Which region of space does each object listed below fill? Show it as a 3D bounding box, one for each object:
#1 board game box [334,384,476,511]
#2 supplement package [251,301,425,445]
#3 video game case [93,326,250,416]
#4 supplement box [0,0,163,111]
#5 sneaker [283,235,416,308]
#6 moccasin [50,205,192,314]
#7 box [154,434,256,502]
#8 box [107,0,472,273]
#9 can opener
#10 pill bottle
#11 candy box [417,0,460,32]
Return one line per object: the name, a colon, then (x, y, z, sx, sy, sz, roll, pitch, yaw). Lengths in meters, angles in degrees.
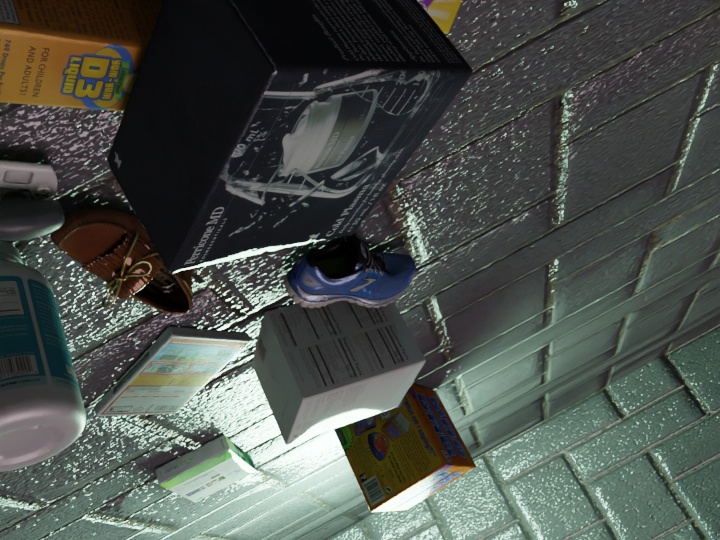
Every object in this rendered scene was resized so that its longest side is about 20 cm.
board game box: (0.101, 0.394, 1.583, 0.200, 0.200, 0.200, -36, 151, 14)
supplement package: (-0.038, 0.138, 1.078, 0.199, 0.151, 0.152, -13, 148, -26)
video game case: (-0.271, 0.149, 1.026, 0.200, 0.017, 0.143, -43, 149, 25)
supplement box: (-0.217, -0.161, 0.504, 0.199, 0.069, 0.067, -8, 149, -39)
sneaker: (0.000, 0.000, 0.961, 0.199, 0.079, 0.089, -6, 148, -36)
moccasin: (-0.238, -0.003, 0.735, 0.073, 0.078, 0.201, -29, 152, 1)
box: (-0.297, 0.391, 1.392, 0.144, 0.036, 0.200, -26, 154, -6)
box: (-0.058, -0.118, 0.546, 0.196, 0.124, 0.200, -13, 152, -43)
can opener: (-0.337, -0.061, 0.558, 0.199, 0.067, 0.053, -2, 142, -42)
pill bottle: (-0.325, 0.069, 0.644, 0.110, 0.200, 0.111, -21, 151, -12)
candy box: (0.006, -0.241, 0.599, 0.199, 0.026, 0.102, -14, 152, -26)
